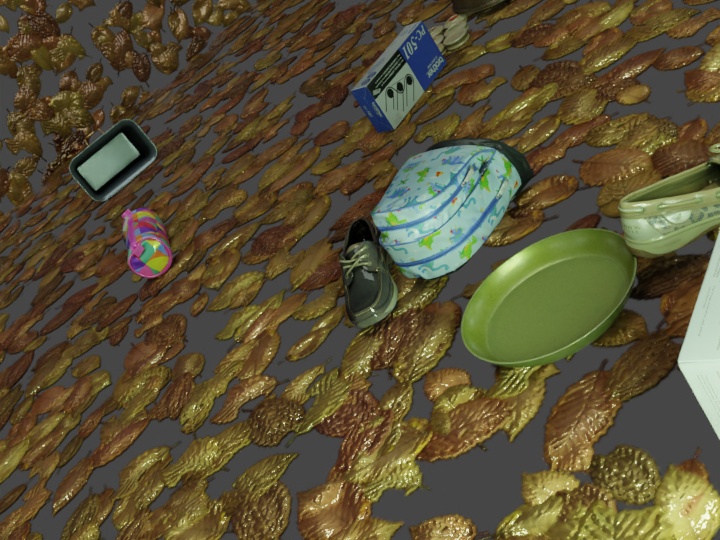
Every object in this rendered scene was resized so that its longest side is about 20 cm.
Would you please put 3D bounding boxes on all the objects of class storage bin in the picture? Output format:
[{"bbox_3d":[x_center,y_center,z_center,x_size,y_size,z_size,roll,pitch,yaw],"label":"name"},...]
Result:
[{"bbox_3d":[-0.623,-0.277,2.426,0.200,0.146,0.134,-43,17,-13],"label":"storage bin"}]

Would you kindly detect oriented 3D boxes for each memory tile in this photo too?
[{"bbox_3d":[0.118,-0.425,1.890,0.199,0.017,0.154,-26,28,20],"label":"memory tile"}]

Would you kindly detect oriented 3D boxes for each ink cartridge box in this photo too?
[{"bbox_3d":[0.070,-0.341,1.722,0.044,0.094,0.200,-5,40,46],"label":"ink cartridge box"}]

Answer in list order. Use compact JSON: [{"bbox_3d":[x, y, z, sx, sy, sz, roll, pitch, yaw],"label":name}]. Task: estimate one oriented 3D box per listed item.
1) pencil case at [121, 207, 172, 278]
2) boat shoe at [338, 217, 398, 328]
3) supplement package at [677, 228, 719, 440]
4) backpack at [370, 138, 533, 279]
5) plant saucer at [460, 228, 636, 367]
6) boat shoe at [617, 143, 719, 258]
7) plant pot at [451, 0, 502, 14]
[{"bbox_3d":[-0.404,-0.054,1.844,0.088,0.088,0.200,-38,27,-3],"label":"pencil case"},{"bbox_3d":[0.000,0.000,1.274,0.074,0.073,0.200,-29,27,15],"label":"boat shoe"},{"bbox_3d":[0.354,0.054,0.668,0.200,0.152,0.151,-10,36,42],"label":"supplement package"},{"bbox_3d":[0.102,-0.079,1.229,0.163,0.154,0.201,2,58,42],"label":"backpack"},{"bbox_3d":[0.199,0.033,1.027,0.200,0.031,0.200,-29,27,16],"label":"plant saucer"},{"bbox_3d":[0.349,-0.082,0.978,0.200,0.063,0.073,-29,26,-10],"label":"boat shoe"},{"bbox_3d":[0.223,-0.626,1.870,0.200,0.199,0.200,-26,26,14],"label":"plant pot"}]
